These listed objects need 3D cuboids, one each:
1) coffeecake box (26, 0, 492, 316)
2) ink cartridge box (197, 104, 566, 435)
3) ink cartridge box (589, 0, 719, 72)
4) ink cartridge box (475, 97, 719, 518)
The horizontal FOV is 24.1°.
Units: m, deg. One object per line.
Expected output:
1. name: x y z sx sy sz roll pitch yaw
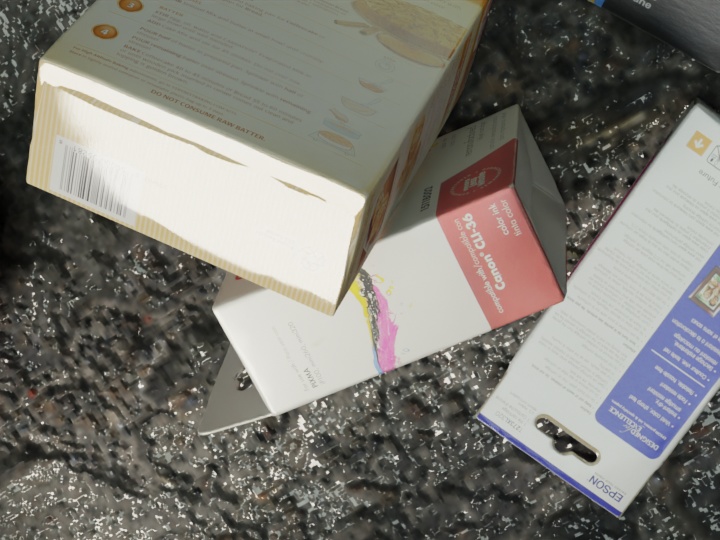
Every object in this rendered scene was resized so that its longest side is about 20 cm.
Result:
1. coffeecake box: -0.040 -0.091 0.788 0.153 0.200 0.073 23 131 7
2. ink cartridge box: 0.000 0.000 0.843 0.199 0.117 0.068 -23 110 16
3. ink cartridge box: 0.119 -0.198 0.751 0.197 0.200 0.047 31 65 5
4. ink cartridge box: 0.152 0.020 0.861 0.094 0.037 0.201 34 105 2
